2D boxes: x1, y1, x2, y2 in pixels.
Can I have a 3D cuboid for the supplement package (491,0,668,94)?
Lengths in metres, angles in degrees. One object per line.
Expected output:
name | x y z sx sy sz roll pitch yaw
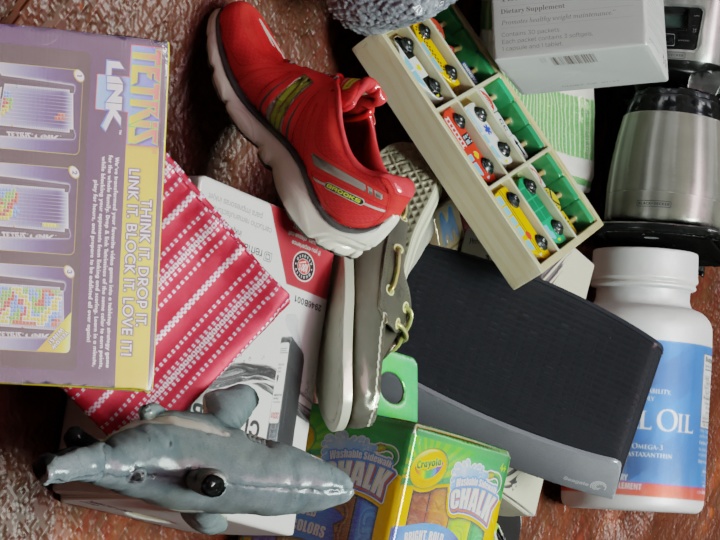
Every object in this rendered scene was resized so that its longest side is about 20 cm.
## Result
supplement package | 0.153 -0.238 1.914 0.110 0.114 0.200 35 51 -73

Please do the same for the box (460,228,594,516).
box | 0.100 0.072 1.917 0.068 0.082 0.200 38 59 -48

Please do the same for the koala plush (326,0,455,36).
koala plush | 0.084 -0.264 1.775 0.184 0.200 0.178 -8 80 -58

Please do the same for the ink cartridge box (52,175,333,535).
ink cartridge box | -0.100 0.055 1.644 0.144 0.084 0.200 22 74 -52

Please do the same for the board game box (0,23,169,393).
board game box | -0.194 -0.036 1.478 0.165 0.057 0.200 5 86 -27

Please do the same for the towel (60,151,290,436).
towel | -0.146 -0.009 1.542 0.145 0.022 0.200 -46 104 -22

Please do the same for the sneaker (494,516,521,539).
sneaker | 0.077 0.224 1.893 0.200 0.083 0.072 -38 121 -48

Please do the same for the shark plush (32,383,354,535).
shark plush | -0.096 0.103 1.501 0.200 0.083 0.091 24 89 -46

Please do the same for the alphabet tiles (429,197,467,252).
alphabet tiles | 0.033 0.061 1.897 0.200 0.008 0.167 -37 120 -49

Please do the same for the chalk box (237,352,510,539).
chalk box | 0.010 0.152 1.744 0.124 0.124 0.200 18 83 -53

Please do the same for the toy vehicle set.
toy vehicle set | 0.083 -0.091 1.860 0.200 0.027 0.124 56 30 -1

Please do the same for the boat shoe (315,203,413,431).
boat shoe | 0.005 0.017 1.714 0.060 0.072 0.202 11 51 -15

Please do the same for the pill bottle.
pill bottle | 0.213 0.085 2.061 0.112 0.112 0.200 9 81 -54

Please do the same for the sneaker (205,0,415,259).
sneaker | -0.026 -0.100 1.684 0.077 0.085 0.200 18 35 -58

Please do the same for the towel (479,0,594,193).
towel | 0.137 -0.165 2.027 0.152 0.023 0.200 9 83 -53

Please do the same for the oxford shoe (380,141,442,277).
oxford shoe | 0.000 0.000 1.805 0.058 0.075 0.200 99 18 -55

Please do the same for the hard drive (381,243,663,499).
hard drive | 0.104 0.063 1.841 0.042 0.200 0.135 115 -2 -64

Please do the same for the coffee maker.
coffee maker | 0.246 -0.111 2.111 0.192 0.135 0.200 131 -34 -80
